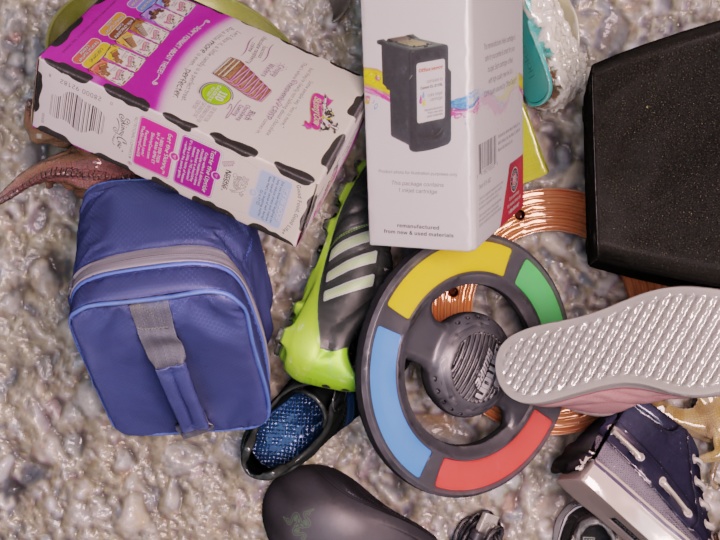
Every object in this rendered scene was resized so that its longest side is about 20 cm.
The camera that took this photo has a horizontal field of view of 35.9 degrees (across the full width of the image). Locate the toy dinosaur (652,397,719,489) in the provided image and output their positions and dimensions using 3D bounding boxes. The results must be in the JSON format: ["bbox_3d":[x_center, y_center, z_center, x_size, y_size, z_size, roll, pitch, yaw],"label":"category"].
[{"bbox_3d":[0.318,0.116,0.889,0.197,0.058,0.102,-19,91,3],"label":"toy dinosaur"}]

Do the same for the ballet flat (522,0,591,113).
[{"bbox_3d":[0.131,-0.225,0.880,0.071,0.072,0.202,-20,95,3],"label":"ballet flat"}]

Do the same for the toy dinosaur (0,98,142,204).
[{"bbox_3d":[-0.178,-0.077,0.850,0.135,0.198,0.087,36,126,36],"label":"toy dinosaur"}]

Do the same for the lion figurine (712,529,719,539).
[{"bbox_3d":[0.378,0.232,0.886,0.197,0.073,0.124,8,127,-5],"label":"lion figurine"}]

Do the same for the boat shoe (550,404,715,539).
[{"bbox_3d":[0.248,0.182,0.854,0.200,0.075,0.093,43,72,-4],"label":"boat shoe"}]

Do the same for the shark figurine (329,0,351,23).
[{"bbox_3d":[0.014,-0.292,0.840,0.089,0.214,0.129,42,60,-9],"label":"shark figurine"}]

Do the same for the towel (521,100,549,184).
[{"bbox_3d":[0.080,-0.158,0.891,0.085,0.018,0.202,-20,94,28],"label":"towel"}]

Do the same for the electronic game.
[{"bbox_3d":[0.082,0.072,0.844,0.198,0.041,0.203,-2,94,-31],"label":"electronic game"}]

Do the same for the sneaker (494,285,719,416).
[{"bbox_3d":[0.204,0.061,0.798,0.198,0.104,0.077,-11,76,24],"label":"sneaker"}]

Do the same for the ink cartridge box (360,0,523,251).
[{"bbox_3d":[0.064,-0.131,0.809,0.082,0.146,0.203,4,106,22],"label":"ink cartridge box"}]

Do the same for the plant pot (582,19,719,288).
[{"bbox_3d":[0.254,-0.074,0.811,0.175,0.199,0.203,-2,88,9],"label":"plant pot"}]

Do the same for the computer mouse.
[{"bbox_3d":[0.010,0.229,0.909,0.198,0.053,0.140,26,95,0],"label":"computer mouse"}]

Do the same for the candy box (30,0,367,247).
[{"bbox_3d":[-0.103,-0.114,0.761,0.198,0.137,0.061,24,132,2],"label":"candy box"}]

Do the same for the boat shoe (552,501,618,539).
[{"bbox_3d":[0.189,0.293,0.898,0.072,0.068,0.203,5,93,2],"label":"boat shoe"}]

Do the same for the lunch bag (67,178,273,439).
[{"bbox_3d":[-0.137,0.043,0.829,0.134,0.201,0.134,-5,50,3],"label":"lunch bag"}]

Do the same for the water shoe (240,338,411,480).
[{"bbox_3d":[-0.017,0.093,0.888,0.071,0.079,0.200,40,94,-1],"label":"water shoe"}]

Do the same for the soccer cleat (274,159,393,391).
[{"bbox_3d":[0.000,0.000,0.867,0.080,0.068,0.202,20,70,3],"label":"soccer cleat"}]

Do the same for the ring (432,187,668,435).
[{"bbox_3d":[0.155,0.034,0.909,0.197,0.019,0.204,0,94,1],"label":"ring"}]

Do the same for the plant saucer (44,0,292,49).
[{"bbox_3d":[-0.139,-0.150,0.846,0.198,0.201,0.031,22,134,0],"label":"plant saucer"}]
